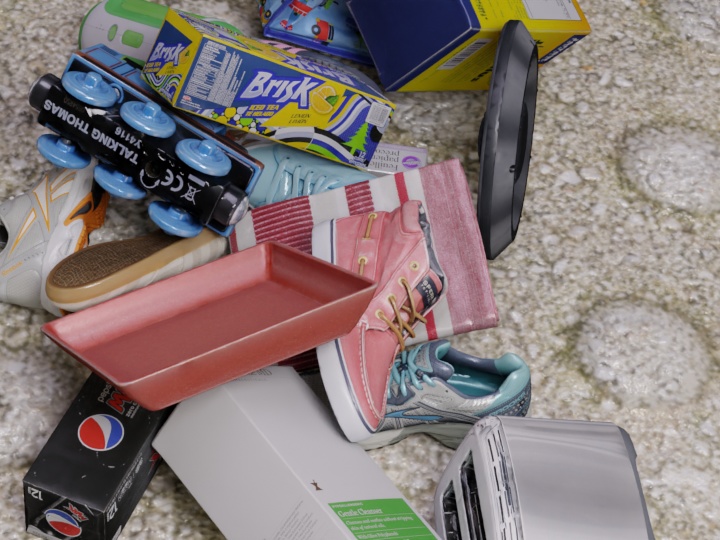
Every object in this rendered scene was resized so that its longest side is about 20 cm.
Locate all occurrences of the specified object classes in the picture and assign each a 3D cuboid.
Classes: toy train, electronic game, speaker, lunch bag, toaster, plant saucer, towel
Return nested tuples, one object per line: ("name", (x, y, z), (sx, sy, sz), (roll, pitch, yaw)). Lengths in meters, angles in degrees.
("toy train", (-0.167, -0.102, 1.491), (0.199, 0.087, 0.114), (30, 24, 7))
("electronic game", (0.118, -0.108, 1.560), (0.041, 0.201, 0.201), (7, 46, 9))
("speaker", (-0.169, -0.187, 1.616), (0.088, 0.089, 0.200), (-24, 26, -27))
("lunch bag", (0.004, -0.262, 1.742), (0.199, 0.094, 0.151), (19, 34, -28))
("toaster", (0.131, 0.192, 1.329), (0.129, 0.114, 0.201), (10, 45, -18))
("plant saucer", (-0.110, 0.041, 1.353), (0.199, 0.037, 0.200), (-21, 19, -21))
("towel", (0.000, 0.000, 1.488), (0.199, 0.023, 0.145), (-13, 68, 5))

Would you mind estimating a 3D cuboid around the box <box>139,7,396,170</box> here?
("box", (-0.073, -0.145, 1.514), (0.199, 0.065, 0.070), (17, 15, -38))

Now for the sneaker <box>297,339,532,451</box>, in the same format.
("sneaker", (0.037, 0.086, 1.445), (0.199, 0.087, 0.078), (1, 48, -7))

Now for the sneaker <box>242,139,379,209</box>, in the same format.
("sneaker", (-0.023, -0.061, 1.561), (0.199, 0.074, 0.082), (16, 6, 7))

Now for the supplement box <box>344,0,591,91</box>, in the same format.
("supplement box", (0.095, -0.232, 1.660), (0.200, 0.109, 0.109), (-8, 70, -52))

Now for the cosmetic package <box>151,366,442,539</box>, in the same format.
("cosmetic package", (-0.045, 0.163, 1.339), (0.200, 0.085, 0.107), (48, 24, 28))

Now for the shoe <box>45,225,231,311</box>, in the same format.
("shoe", (-0.167, 0.000, 1.486), (0.070, 0.054, 0.200), (11, 25, 38))

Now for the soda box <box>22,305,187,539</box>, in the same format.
("soda box", (-0.178, 0.115, 1.402), (0.070, 0.064, 0.200), (19, 47, 11))

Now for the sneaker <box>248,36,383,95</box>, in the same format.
("sneaker", (-0.053, -0.172, 1.663), (0.199, 0.071, 0.082), (20, 26, 25))

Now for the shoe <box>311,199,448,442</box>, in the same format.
("shoe", (0.018, 0.031, 1.400), (0.091, 0.072, 0.201), (-17, 48, 13))

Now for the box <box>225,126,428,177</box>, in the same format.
("box", (-0.042, -0.093, 1.631), (0.199, 0.042, 0.039), (7, 46, -1))

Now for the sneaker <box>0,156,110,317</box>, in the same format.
("sneaker", (-0.260, -0.051, 1.539), (0.091, 0.076, 0.201), (6, 46, 3))
